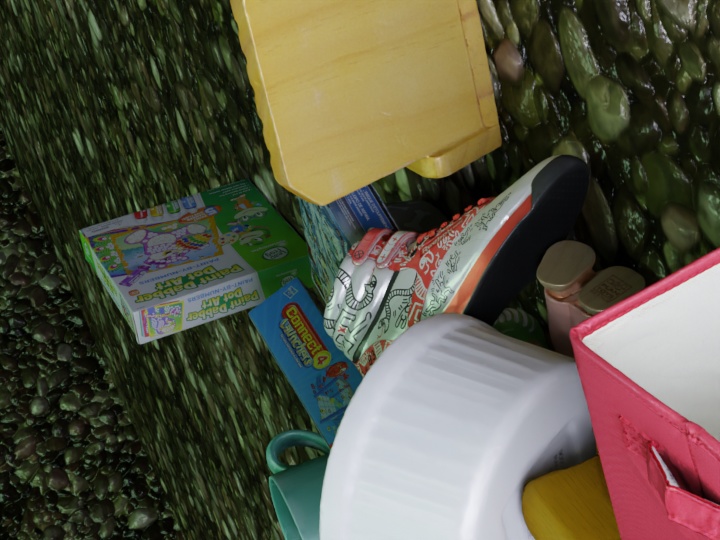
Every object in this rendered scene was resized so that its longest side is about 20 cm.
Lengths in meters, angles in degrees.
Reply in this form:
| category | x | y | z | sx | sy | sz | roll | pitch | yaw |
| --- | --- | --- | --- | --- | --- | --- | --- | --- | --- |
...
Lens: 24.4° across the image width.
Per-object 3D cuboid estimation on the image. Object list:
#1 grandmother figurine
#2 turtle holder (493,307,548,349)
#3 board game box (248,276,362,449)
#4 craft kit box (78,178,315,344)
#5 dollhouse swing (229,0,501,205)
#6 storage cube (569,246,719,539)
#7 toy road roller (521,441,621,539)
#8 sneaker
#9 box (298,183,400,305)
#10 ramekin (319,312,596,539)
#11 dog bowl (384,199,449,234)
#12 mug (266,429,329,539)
| category | x | y | z | sx | sy | sz | roll | pitch | yaw |
| --- | --- | --- | --- | --- | --- | --- | --- | --- | --- |
| grandmother figurine | 0.155 | 0.081 | 1.065 | 0.121 | 0.061 | 0.200 | 42 | 151 | 43 |
| turtle holder | 0.090 | 0.112 | 1.170 | 0.186 | 0.132 | 0.141 | 109 | 139 | -65 |
| board game box | 0.007 | 0.129 | 1.448 | 0.196 | 0.056 | 0.200 | 55 | -176 | 41 |
| craft kit box | -0.171 | -0.014 | 1.738 | 0.198 | 0.200 | 0.049 | -132 | 29 | -51 |
| dollhouse swing | -0.017 | -0.161 | 1.126 | 0.182 | 0.176 | 0.200 | 37 | 144 | 61 |
| storage cube | 0.214 | 0.089 | 0.653 | 0.171 | 0.200 | 0.180 | 43 | 155 | 56 |
| toy road roller | 0.171 | 0.157 | 0.940 | 0.123 | 0.146 | 0.200 | -127 | 24 | -46 |
| sneaker | 0.053 | -0.012 | 1.067 | 0.108 | 0.067 | 0.201 | 43 | 108 | 32 |
| box | 0.000 | 0.000 | 1.247 | 0.200 | 0.040 | 0.137 | 83 | 160 | -59 |
| ramekin | 0.075 | 0.132 | 0.988 | 0.098 | 0.200 | 0.201 | 13 | 126 | 37 |
| dog bowl | 0.049 | 0.034 | 1.340 | 0.200 | 0.059 | 0.200 | 161 | 90 | -74 |
| mug | -0.018 | 0.244 | 1.685 | 0.152 | 0.114 | 0.185 | 162 | 88 | -78 |
